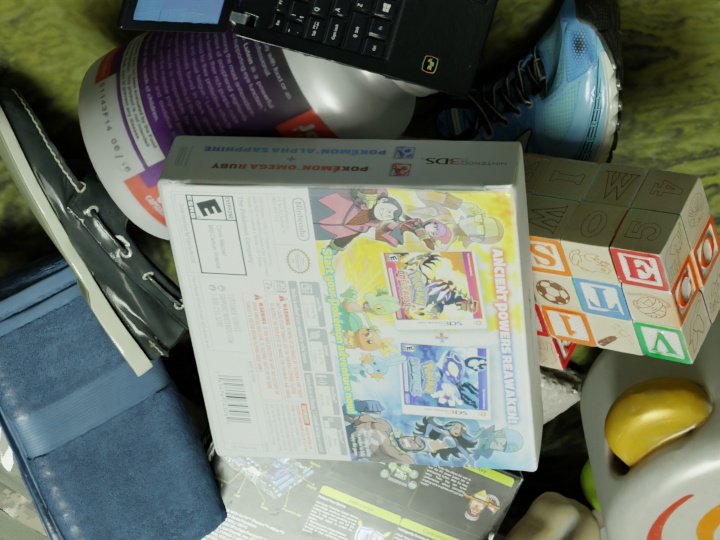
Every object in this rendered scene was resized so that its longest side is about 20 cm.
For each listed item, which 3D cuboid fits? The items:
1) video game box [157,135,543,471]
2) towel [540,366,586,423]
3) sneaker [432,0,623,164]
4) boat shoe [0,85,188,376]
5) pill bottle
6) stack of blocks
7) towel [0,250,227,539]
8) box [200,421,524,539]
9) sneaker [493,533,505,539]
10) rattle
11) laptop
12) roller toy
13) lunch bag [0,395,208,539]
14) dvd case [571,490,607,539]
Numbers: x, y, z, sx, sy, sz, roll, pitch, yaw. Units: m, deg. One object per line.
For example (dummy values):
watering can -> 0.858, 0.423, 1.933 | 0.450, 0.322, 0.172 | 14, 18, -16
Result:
video game box -> 0.000, 0.019, 1.153 | 0.181, 0.047, 0.201 | 4, 132, 13
towel -> 0.038, 0.074, 1.457 | 0.199, 0.035, 0.132 | 25, 137, -30
sneaker -> 0.087, -0.078, 1.225 | 0.090, 0.079, 0.200 | 12, 141, -11
boat shoe -> -0.151, -0.033, 1.277 | 0.066, 0.074, 0.200 | -32, 113, -8
pill bottle -> -0.041, -0.101, 1.162 | 0.199, 0.112, 0.111 | -24, 137, 27
stack of blocks -> 0.097, -0.005, 1.208 | 0.199, 0.059, 0.115 | 10, 143, 32
towel -> -0.164, 0.088, 1.352 | 0.111, 0.201, 0.048 | -27, -171, -24
box -> -0.024, 0.173, 1.433 | 0.199, 0.048, 0.194 | 22, 102, -12
sneaker -> 0.026, 0.171, 1.538 | 0.076, 0.092, 0.200 | -49, 134, -2
rattle -> 0.159, 0.244, 1.485 | 0.142, 0.131, 0.200 | 11, 145, 24
laptop -> -0.001, -0.177, 1.000 | 0.199, 0.103, 0.178 | 14, 102, -19
roller toy -> 0.240, 0.117, 1.421 | 0.181, 0.140, 0.200 | -5, 142, -3
lunch bag -> -0.214, 0.120, 1.449 | 0.200, 0.118, 0.164 | -35, 128, 26
dvd case -> 0.125, 0.222, 1.572 | 0.200, 0.018, 0.143 | -31, 149, -22
